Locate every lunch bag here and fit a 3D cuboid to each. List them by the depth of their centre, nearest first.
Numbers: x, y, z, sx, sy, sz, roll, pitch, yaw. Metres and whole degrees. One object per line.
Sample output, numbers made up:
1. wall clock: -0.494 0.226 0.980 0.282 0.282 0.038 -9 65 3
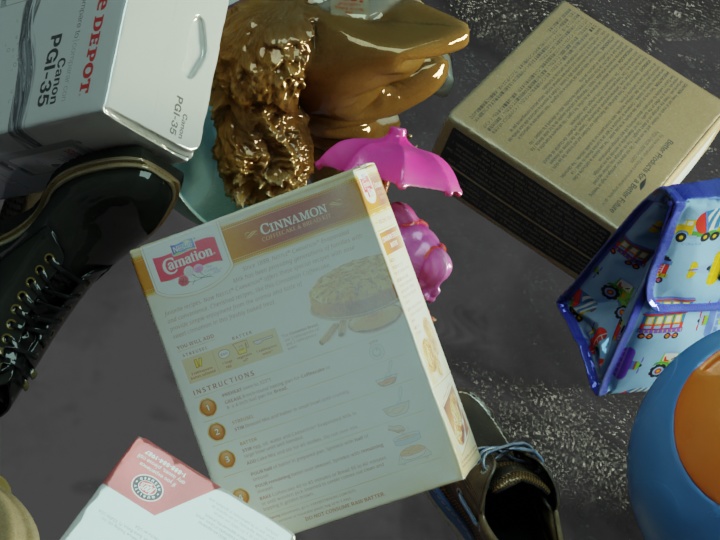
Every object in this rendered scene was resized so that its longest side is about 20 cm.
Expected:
1. lunch bag: 0.252 -0.008 1.515 0.150 0.200 0.094 -2 50 -22

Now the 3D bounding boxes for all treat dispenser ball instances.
1. treat dispenser ball: 0.276 0.131 1.401 0.201 0.201 0.201 11 47 -12

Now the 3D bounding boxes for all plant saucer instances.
1. plant saucer: -0.129 -0.119 1.512 0.036 0.200 0.200 -14 43 21

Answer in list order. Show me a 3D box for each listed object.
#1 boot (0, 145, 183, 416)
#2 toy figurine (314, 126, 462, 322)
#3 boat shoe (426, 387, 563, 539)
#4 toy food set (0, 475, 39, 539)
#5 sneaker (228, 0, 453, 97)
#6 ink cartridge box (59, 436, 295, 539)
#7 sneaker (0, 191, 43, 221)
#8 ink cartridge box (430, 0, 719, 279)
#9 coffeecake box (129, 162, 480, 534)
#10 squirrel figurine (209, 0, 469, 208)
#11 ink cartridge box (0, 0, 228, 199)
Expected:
1. boot: -0.192 0.018 1.339 0.077 0.200 0.138 32 45 -26
2. toy figurine: 0.000 0.000 1.401 0.150 0.184 0.200 -4 54 -45
3. boat shoe: 0.097 0.150 1.402 0.072 0.072 0.200 -6 53 -26
4. toy food set: -0.280 0.178 1.210 0.198 0.049 0.200 -19 35 -19
5. sneaker: -0.021 -0.170 1.643 0.200 0.075 0.090 -5 47 -23
6. ink cartridge box: -0.140 0.213 1.239 0.116 0.068 0.200 32 62 9
7. sneaker: -0.192 -0.083 1.493 0.075 0.070 0.200 31 63 -24
8. ink cartridge box: 0.169 -0.101 1.655 0.165 0.075 0.200 36 46 10
9. coffeecake box: -0.033 0.053 1.324 0.073 0.153 0.200 -30 100 -77
10. squirrel figurine: -0.036 -0.124 1.523 0.200 0.187 0.142 -28 62 -30
11. ink cartridge box: -0.191 -0.137 1.384 0.083 0.200 0.147 29 62 -43
